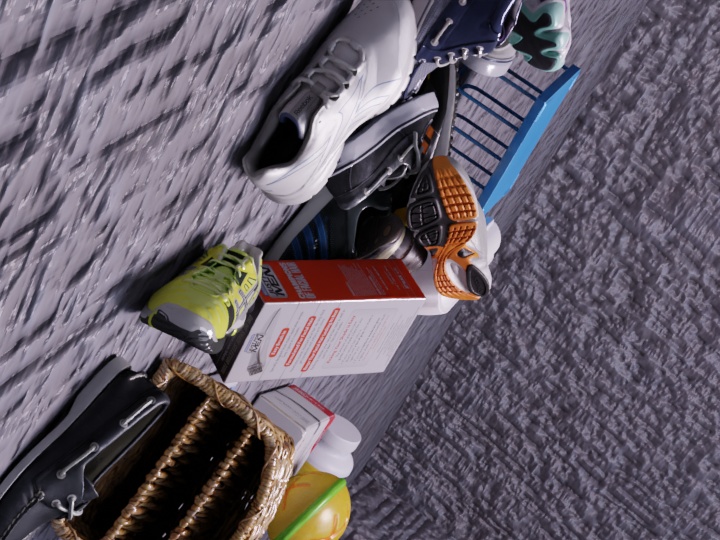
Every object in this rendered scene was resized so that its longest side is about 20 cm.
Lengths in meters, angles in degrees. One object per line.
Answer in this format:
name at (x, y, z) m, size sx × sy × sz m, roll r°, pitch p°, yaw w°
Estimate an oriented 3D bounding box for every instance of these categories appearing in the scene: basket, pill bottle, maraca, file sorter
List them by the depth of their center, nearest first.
basket at (-0.165, 0.207, 1.322) m, size 0.201 × 0.142 × 0.149 m, roll -53°, pitch 161°, yaw -4°
file sorter at (0.160, -0.185, 1.766) m, size 0.139 × 0.122 × 0.201 m, roll -43°, pitch 166°, yaw -54°
maraca at (-0.073, 0.338, 1.952) m, size 0.137 × 0.107 × 0.200 m, roll -39°, pitch 174°, yaw -10°
pill bottle at (-0.082, 0.356, 2.495) m, size 0.201 × 0.112 × 0.112 m, roll -58°, pitch 171°, yaw 19°

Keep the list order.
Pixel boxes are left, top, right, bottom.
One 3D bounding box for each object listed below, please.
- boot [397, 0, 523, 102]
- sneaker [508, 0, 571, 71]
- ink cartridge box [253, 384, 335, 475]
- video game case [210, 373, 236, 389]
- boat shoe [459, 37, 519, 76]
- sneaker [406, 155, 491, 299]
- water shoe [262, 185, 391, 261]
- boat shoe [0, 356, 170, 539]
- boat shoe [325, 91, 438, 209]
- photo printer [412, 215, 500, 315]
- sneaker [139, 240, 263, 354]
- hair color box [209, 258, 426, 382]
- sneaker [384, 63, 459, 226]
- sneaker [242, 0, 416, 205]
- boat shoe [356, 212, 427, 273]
boot at (0.087, -0.220, 1.343) m, size 0.073 × 0.090 × 0.201 m, roll -47°, pitch 168°, yaw -42°
sneaker at (0.199, -0.311, 1.408) m, size 0.140 × 0.077 × 0.201 m, roll -45°, pitch 136°, yaw -29°
ink cartridge box at (-0.123, 0.245, 1.949) m, size 0.145 × 0.083 × 0.200 m, roll -55°, pitch 172°, yaw 5°
video game case at (-0.212, 0.193, 1.486) m, size 0.183 × 0.023 × 0.200 m, roll -57°, pitch 170°, yaw 7°
boat shoe at (0.164, -0.286, 1.574) m, size 0.086 × 0.074 × 0.202 m, roll -63°, pitch 173°, yaw 33°
sneaker at (0.094, -0.060, 1.467) m, size 0.201 × 0.075 × 0.093 m, roll 75°, pitch 17°, yaw -50°
water shoe at (-0.043, -0.016, 1.435) m, size 0.201 × 0.079 × 0.072 m, roll -54°, pitch 171°, yaw -8°
boat shoe at (-0.232, 0.160, 1.125) m, size 0.201 × 0.060 × 0.076 m, roll -53°, pitch 171°, yaw -16°
boat shoe at (0.028, -0.118, 1.395) m, size 0.073 × 0.068 × 0.199 m, roll -22°, pitch -168°, yaw 34°
photo printer at (0.066, -0.014, 1.768) m, size 0.200 × 0.165 × 0.070 m, roll -45°, pitch 139°, yaw -52°
sneaker at (-0.127, 0.015, 1.162) m, size 0.077 × 0.075 × 0.200 m, roll -64°, pitch 180°, yaw 9°
hair color box at (-0.045, 0.048, 1.403) m, size 0.199 × 0.064 × 0.111 m, roll -1°, pitch 134°, yaw -38°
sneaker at (0.055, -0.147, 1.527) m, size 0.070 × 0.089 × 0.202 m, roll -83°, pitch -179°, yaw -82°
sneaker at (-0.023, -0.139, 1.128) m, size 0.201 × 0.074 × 0.087 m, roll -57°, pitch 166°, yaw 7°
boat shoe at (0.000, 0.000, 1.544) m, size 0.199 × 0.073 × 0.075 m, roll -20°, pitch -142°, yaw 56°
